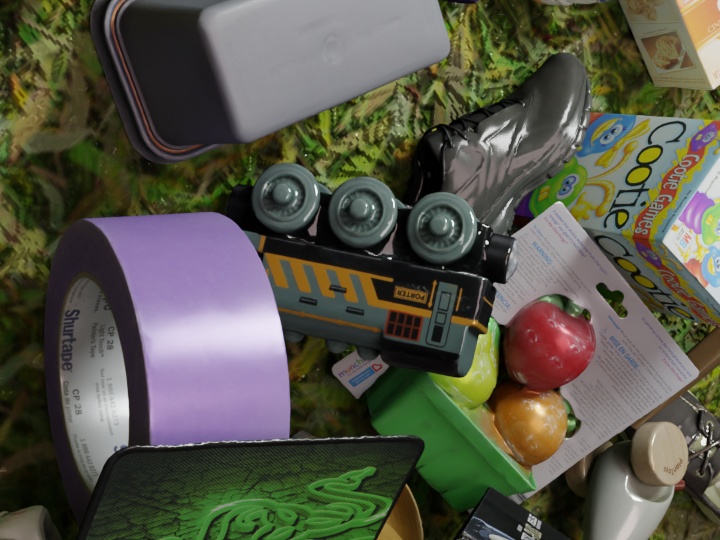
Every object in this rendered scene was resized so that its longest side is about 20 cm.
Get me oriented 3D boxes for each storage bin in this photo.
[{"bbox_3d":[-0.049,-0.157,0.876,0.200,0.134,0.146,-26,110,-24],"label":"storage bin"}]

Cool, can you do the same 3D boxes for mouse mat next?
[{"bbox_3d":[-0.070,0.154,0.792,0.200,0.008,0.161,1,127,-33],"label":"mouse mat"}]

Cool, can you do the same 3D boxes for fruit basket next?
[{"bbox_3d":[0.110,0.069,0.991,0.200,0.094,0.185,-40,115,8],"label":"fruit basket"}]

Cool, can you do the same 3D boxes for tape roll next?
[{"bbox_3d":[-0.121,0.066,0.834,0.085,0.200,0.200,-4,100,-29],"label":"tape roll"}]

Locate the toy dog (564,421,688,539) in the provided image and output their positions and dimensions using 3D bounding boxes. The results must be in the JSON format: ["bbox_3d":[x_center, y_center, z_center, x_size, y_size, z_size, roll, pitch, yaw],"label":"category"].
[{"bbox_3d":[0.209,0.215,1.080,0.096,0.132,0.200,25,86,-31],"label":"toy dog"}]

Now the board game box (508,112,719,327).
[{"bbox_3d":[0.204,-0.041,0.995,0.103,0.200,0.105,43,77,-27],"label":"board game box"}]

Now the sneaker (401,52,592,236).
[{"bbox_3d":[0.092,-0.085,1.003,0.091,0.076,0.200,40,76,-20],"label":"sneaker"}]

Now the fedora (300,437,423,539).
[{"bbox_3d":[-0.029,0.210,0.923,0.200,0.082,0.201,-5,101,-30],"label":"fedora"}]

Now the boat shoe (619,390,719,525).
[{"bbox_3d":[0.283,0.151,1.146,0.201,0.066,0.072,45,78,-26],"label":"boat shoe"}]

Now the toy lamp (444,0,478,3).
[{"bbox_3d":[0.080,-0.288,0.971,0.058,0.058,0.200,6,92,-29],"label":"toy lamp"}]

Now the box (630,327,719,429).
[{"bbox_3d":[0.297,0.035,1.053,0.021,0.200,0.163,51,37,13],"label":"box"}]

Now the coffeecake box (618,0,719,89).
[{"bbox_3d":[0.262,-0.264,1.064,0.153,0.073,0.200,-36,113,-18],"label":"coffeecake box"}]

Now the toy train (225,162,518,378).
[{"bbox_3d":[0.000,0.000,0.913,0.200,0.085,0.114,11,83,12],"label":"toy train"}]

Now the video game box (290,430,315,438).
[{"bbox_3d":[-0.071,0.243,0.979,0.200,0.047,0.182,-35,115,-20],"label":"video game box"}]

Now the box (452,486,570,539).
[{"bbox_3d":[0.058,0.257,0.907,0.086,0.164,0.200,33,97,9],"label":"box"}]

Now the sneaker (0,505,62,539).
[{"bbox_3d":[-0.229,0.172,0.836,0.200,0.078,0.099,25,106,-14],"label":"sneaker"}]

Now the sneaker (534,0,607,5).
[{"bbox_3d":[0.157,-0.282,0.968,0.075,0.088,0.200,-54,143,-45],"label":"sneaker"}]
